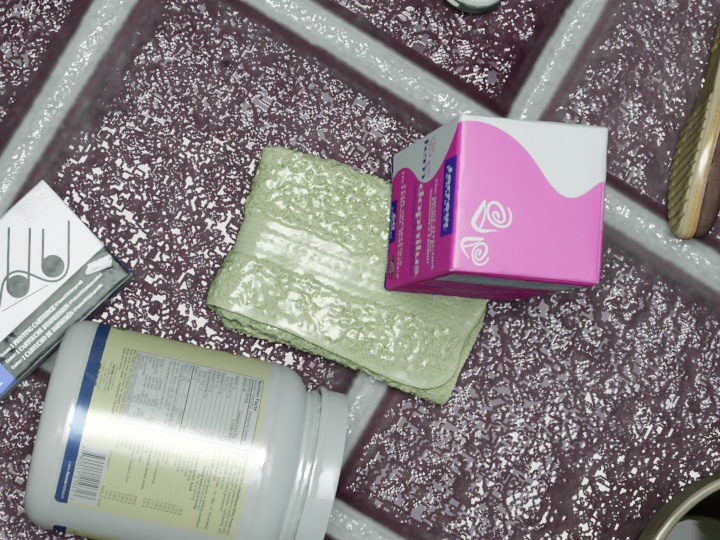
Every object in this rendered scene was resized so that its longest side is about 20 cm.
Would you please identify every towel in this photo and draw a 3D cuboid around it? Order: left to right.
[{"bbox_3d":[0.000,0.000,1.191,0.199,0.036,0.149,21,83,-6],"label":"towel"}]

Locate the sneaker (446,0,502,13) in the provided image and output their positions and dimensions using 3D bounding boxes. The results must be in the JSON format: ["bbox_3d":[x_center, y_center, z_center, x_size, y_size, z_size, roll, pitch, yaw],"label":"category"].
[{"bbox_3d":[0.073,-0.294,1.180,0.075,0.115,0.202,-12,88,-8],"label":"sneaker"}]

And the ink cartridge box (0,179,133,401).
[{"bbox_3d":[-0.266,0.039,1.148,0.200,0.044,0.094,-44,91,-8],"label":"ink cartridge box"}]

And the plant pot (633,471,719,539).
[{"bbox_3d":[0.264,0.234,1.142,0.199,0.174,0.201,0,86,-7],"label":"plant pot"}]

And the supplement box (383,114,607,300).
[{"bbox_3d":[0.086,-0.038,1.089,0.103,0.200,0.102,5,85,-12],"label":"supplement box"}]

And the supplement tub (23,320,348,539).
[{"bbox_3d":[-0.119,0.123,1.111,0.199,0.145,0.146,13,85,-7],"label":"supplement tub"}]

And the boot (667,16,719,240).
[{"bbox_3d":[0.331,-0.096,1.223,0.166,0.072,0.201,20,80,-4],"label":"boot"}]
